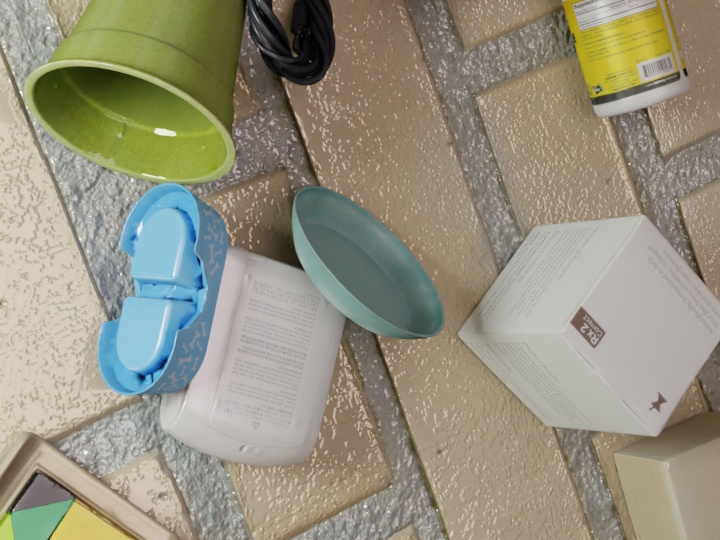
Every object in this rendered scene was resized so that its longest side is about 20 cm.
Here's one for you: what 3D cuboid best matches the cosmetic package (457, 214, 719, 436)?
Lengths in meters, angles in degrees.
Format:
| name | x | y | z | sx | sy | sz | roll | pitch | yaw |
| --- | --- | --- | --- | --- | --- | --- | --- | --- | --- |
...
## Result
| name | x | y | z | sx | sy | sz | roll | pitch | yaw |
| --- | --- | --- | --- | --- | --- | --- | --- | --- | --- |
| cosmetic package | 0.247 | 0.059 | 1.552 | 0.165 | 0.200 | 0.165 | 45 | 69 | -20 |

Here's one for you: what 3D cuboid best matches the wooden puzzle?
| name | x | y | z | sx | sy | sz | roll | pitch | yaw |
| --- | --- | --- | --- | --- | --- | --- | --- | --- | --- |
| wooden puzzle | -0.283 | 0.278 | 1.347 | 0.200 | 0.037 | 0.185 | 41 | 70 | -21 |

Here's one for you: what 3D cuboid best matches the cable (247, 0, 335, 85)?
| name | x | y | z | sx | sy | sz | roll | pitch | yaw |
| --- | --- | --- | --- | --- | --- | --- | --- | --- | --- |
| cable | -0.067 | -0.272 | 1.414 | 0.200 | 0.051 | 0.164 | -76 | 154 | -49 |

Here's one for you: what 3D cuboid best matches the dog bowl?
| name | x | y | z | sx | sy | sz | roll | pitch | yaw |
| --- | --- | --- | --- | --- | --- | --- | --- | --- | --- |
| dog bowl | -0.182 | 0.021 | 1.367 | 0.049 | 0.111 | 0.201 | 19 | 78 | -46 |

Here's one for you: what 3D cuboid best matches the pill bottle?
| name | x | y | z | sx | sy | sz | roll | pitch | yaw |
| --- | --- | --- | --- | --- | --- | --- | --- | --- | --- |
| pill bottle | 0.291 | -0.282 | 1.641 | 0.112 | 0.112 | 0.201 | -21 | 97 | -28 |

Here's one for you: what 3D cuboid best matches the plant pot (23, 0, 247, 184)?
| name | x | y | z | sx | sy | sz | roll | pitch | yaw |
| --- | --- | --- | --- | --- | --- | --- | --- | --- | --- |
| plant pot | -0.184 | -0.211 | 1.353 | 0.200 | 0.200 | 0.191 | 29 | 63 | -24 |

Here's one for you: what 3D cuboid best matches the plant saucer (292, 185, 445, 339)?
| name | x | y | z | sx | sy | sz | roll | pitch | yaw |
| --- | --- | --- | --- | --- | --- | --- | --- | --- | --- |
| plant saucer | 0.000 | 0.000 | 1.457 | 0.200 | 0.200 | 0.036 | 36 | 114 | -23 |

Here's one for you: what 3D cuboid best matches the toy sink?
| name | x | y | z | sx | sy | sz | roll | pitch | yaw |
| --- | --- | --- | --- | --- | --- | --- | --- | --- | --- |
| toy sink | 0.412 | 0.241 | 1.685 | 0.199 | 0.112 | 0.131 | -20 | 97 | -23 |

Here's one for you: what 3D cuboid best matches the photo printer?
| name | x | y | z | sx | sy | sz | roll | pitch | yaw |
| --- | --- | --- | --- | --- | --- | --- | --- | --- | --- |
| photo printer | -0.104 | 0.089 | 1.433 | 0.166 | 0.069 | 0.201 | 18 | 80 | -29 |
